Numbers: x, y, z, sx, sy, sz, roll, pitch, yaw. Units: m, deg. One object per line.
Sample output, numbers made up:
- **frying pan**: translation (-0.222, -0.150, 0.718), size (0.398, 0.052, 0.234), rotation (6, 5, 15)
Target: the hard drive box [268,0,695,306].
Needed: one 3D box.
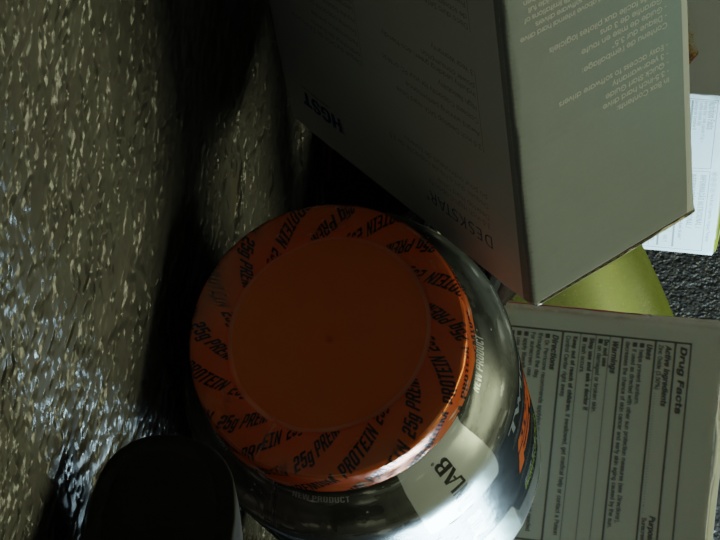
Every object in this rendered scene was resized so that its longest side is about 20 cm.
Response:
- **hard drive box**: translation (0.031, -0.114, 0.646), size (0.077, 0.156, 0.200), rotation (-29, 135, -21)

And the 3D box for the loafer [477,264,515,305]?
- **loafer**: translation (0.074, -0.059, 0.806), size (0.200, 0.063, 0.072), rotation (93, -20, -44)

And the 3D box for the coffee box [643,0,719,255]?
- **coffee box**: translation (0.199, -0.156, 1.521), size (0.200, 0.197, 0.200), rotation (82, 17, -54)

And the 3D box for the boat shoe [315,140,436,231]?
- **boat shoe**: translation (0.000, 0.000, 0.881), size (0.068, 0.072, 0.201), rotation (41, 54, -55)

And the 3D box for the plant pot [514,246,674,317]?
- **plant pot**: translation (0.099, 0.007, 1.185), size (0.187, 0.186, 0.201), rotation (-67, 145, -59)

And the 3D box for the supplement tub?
- **supplement tub**: translation (0.004, 0.052, 0.733), size (0.200, 0.122, 0.123), rotation (63, 34, -71)

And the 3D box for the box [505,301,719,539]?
- **box**: translation (0.082, 0.083, 0.977), size (0.109, 0.199, 0.128), rotation (36, 61, -78)

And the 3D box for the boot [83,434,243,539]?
- **boot**: translation (-0.076, 0.178, 0.596), size (0.200, 0.068, 0.189), rotation (95, -1, -51)
